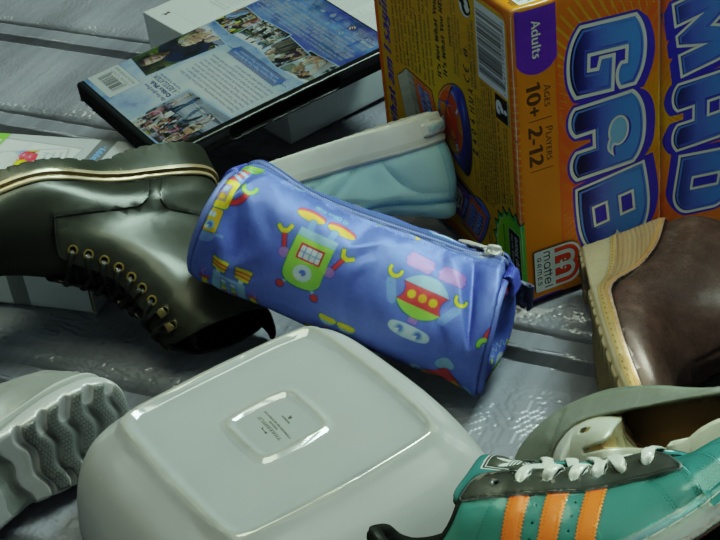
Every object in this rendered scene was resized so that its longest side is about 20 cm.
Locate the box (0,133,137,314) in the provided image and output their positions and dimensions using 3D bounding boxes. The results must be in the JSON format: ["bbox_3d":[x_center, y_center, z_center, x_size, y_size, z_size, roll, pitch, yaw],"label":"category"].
[{"bbox_3d":[-0.242,-0.039,1.145,0.198,0.041,0.156,5,37,20],"label":"box"}]

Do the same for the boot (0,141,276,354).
[{"bbox_3d":[-0.159,0.003,1.002,0.199,0.078,0.139,-18,62,-21],"label":"boot"}]

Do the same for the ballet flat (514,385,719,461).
[{"bbox_3d":[0.148,0.087,0.803,0.199,0.068,0.063,-15,-7,34],"label":"ballet flat"}]

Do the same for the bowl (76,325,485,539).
[{"bbox_3d":[-0.040,0.107,0.866,0.199,0.075,0.200,-25,36,-24],"label":"bowl"}]

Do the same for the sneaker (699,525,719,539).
[{"bbox_3d":[0.228,0.141,0.783,0.198,0.076,0.079,-3,9,12],"label":"sneaker"}]

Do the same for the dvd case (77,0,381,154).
[{"bbox_3d":[-0.090,-0.145,1.205,0.199,0.018,0.143,-28,40,-21],"label":"dvd case"}]

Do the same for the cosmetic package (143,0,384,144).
[{"bbox_3d":[-0.056,-0.183,1.305,0.150,0.052,0.200,-27,39,-27],"label":"cosmetic package"}]

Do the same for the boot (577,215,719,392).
[{"bbox_3d":[0.212,0.025,0.931,0.165,0.073,0.201,-6,31,6],"label":"boot"}]

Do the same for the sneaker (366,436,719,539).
[{"bbox_3d":[0.088,0.111,0.749,0.199,0.080,0.071,-29,-13,16],"label":"sneaker"}]

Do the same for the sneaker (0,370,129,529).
[{"bbox_3d":[-0.227,0.113,0.913,0.199,0.075,0.082,-22,22,-30],"label":"sneaker"}]

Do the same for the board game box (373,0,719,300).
[{"bbox_3d":[0.140,-0.139,1.069,0.198,0.201,0.200,-19,36,-17],"label":"board game box"}]

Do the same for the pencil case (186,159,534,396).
[{"bbox_3d":[0.000,0.000,0.959,0.199,0.088,0.078,21,14,9],"label":"pencil case"}]

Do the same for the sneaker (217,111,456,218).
[{"bbox_3d":[-0.026,-0.039,1.080,0.199,0.083,0.074,-15,5,33],"label":"sneaker"}]
